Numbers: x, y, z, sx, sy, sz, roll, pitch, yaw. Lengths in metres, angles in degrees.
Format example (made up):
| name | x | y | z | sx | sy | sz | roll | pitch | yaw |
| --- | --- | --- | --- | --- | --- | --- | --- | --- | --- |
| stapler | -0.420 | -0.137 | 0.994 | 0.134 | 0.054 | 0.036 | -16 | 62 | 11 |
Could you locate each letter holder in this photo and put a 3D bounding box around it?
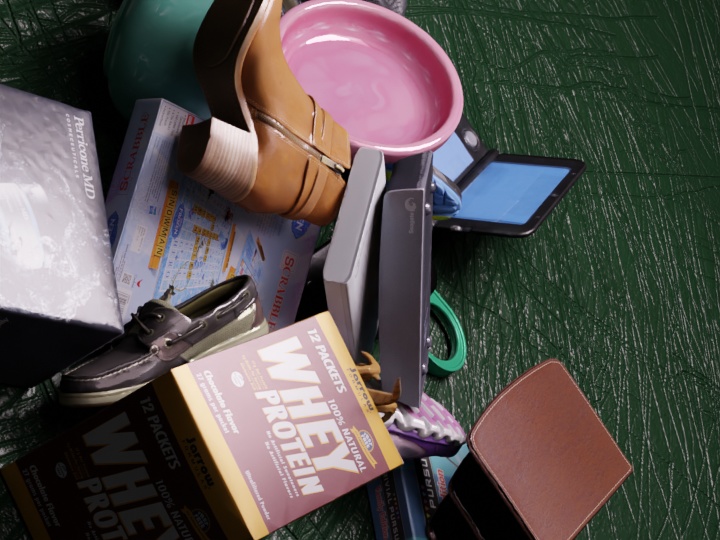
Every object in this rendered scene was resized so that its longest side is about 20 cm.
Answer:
| name | x | y | z | sx | sy | sz | roll | pitch | yaw |
| --- | --- | --- | --- | --- | --- | --- | --- | --- | --- |
| letter holder | 0.140 | 0.183 | 1.653 | 0.142 | 0.101 | 0.200 | 57 | 35 | -1 |

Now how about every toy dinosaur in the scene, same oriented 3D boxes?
| name | x | y | z | sx | sy | sz | roll | pitch | yaw |
| --- | --- | --- | --- | --- | --- | --- | --- | --- | --- |
| toy dinosaur | -0.011 | 0.101 | 1.458 | 0.106 | 0.200 | 0.060 | -5 | 95 | -49 |

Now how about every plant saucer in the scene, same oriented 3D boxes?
| name | x | y | z | sx | sy | sz | roll | pitch | yaw |
| --- | --- | --- | --- | --- | --- | --- | --- | --- | --- |
| plant saucer | -0.001 | -0.177 | 1.752 | 0.200 | 0.051 | 0.201 | 13 | 49 | -15 |

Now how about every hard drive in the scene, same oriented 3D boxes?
| name | x | y | z | sx | sy | sz | roll | pitch | yaw |
| --- | --- | --- | --- | --- | --- | --- | --- | --- | --- |
| hard drive | 0.000 | 0.000 | 1.590 | 0.200 | 0.027 | 0.132 | 82 | 20 | -61 |
| hard drive | 0.042 | 0.006 | 1.592 | 0.135 | 0.042 | 0.200 | -74 | 165 | -70 |

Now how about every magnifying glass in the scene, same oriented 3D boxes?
| name | x | y | z | sx | sy | sz | roll | pitch | yaw |
| --- | --- | --- | --- | --- | --- | --- | --- | --- | --- |
| magnifying glass | 0.048 | 0.013 | 1.811 | 0.080 | 0.022 | 0.200 | -18 | 82 | -53 |

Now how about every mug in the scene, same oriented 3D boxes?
| name | x | y | z | sx | sy | sz | roll | pitch | yaw |
| --- | --- | --- | --- | --- | --- | --- | --- | --- | --- |
| mug | -0.156 | -0.189 | 1.601 | 0.114 | 0.185 | 0.152 | 20 | 81 | 3 |

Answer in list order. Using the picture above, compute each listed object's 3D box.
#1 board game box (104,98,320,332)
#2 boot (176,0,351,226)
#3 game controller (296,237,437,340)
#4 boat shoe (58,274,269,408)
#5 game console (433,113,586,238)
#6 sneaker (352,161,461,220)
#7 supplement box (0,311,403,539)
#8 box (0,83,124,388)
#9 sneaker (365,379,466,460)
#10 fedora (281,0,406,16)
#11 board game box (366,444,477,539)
| name | x | y | z | sx | sy | sz | roll | pitch | yaw |
| --- | --- | --- | --- | --- | --- | --- | --- | --- | --- |
| board game box | -0.129 | -0.016 | 1.518 | 0.199 | 0.041 | 0.200 | 24 | 77 | -40 |
| boot | -0.061 | -0.142 | 1.498 | 0.155 | 0.077 | 0.200 | 21 | 72 | -39 |
| game controller | 0.003 | 0.010 | 1.720 | 0.104 | 0.042 | 0.200 | 56 | 43 | -3 |
| boat shoe | -0.158 | 0.054 | 1.428 | 0.201 | 0.072 | 0.066 | -20 | 106 | -40 |
| game console | 0.121 | -0.122 | 1.911 | 0.176 | 0.116 | 0.200 | 55 | 35 | -8 |
| sneaker | 0.025 | -0.126 | 1.802 | 0.200 | 0.071 | 0.083 | 38 | 50 | -3 |
| supplement box | -0.117 | 0.146 | 1.356 | 0.197 | 0.200 | 0.133 | -19 | 81 | -54 |
| box | -0.296 | -0.035 | 1.336 | 0.200 | 0.117 | 0.197 | 15 | 55 | -47 |
| sneaker | -0.001 | 0.147 | 1.585 | 0.200 | 0.088 | 0.080 | 10 | 21 | -32 |
| fedora | -0.016 | -0.302 | 1.887 | 0.201 | 0.092 | 0.201 | 31 | 44 | -36 |
| board game box | 0.094 | 0.235 | 1.686 | 0.200 | 0.047 | 0.151 | 16 | 54 | -45 |
